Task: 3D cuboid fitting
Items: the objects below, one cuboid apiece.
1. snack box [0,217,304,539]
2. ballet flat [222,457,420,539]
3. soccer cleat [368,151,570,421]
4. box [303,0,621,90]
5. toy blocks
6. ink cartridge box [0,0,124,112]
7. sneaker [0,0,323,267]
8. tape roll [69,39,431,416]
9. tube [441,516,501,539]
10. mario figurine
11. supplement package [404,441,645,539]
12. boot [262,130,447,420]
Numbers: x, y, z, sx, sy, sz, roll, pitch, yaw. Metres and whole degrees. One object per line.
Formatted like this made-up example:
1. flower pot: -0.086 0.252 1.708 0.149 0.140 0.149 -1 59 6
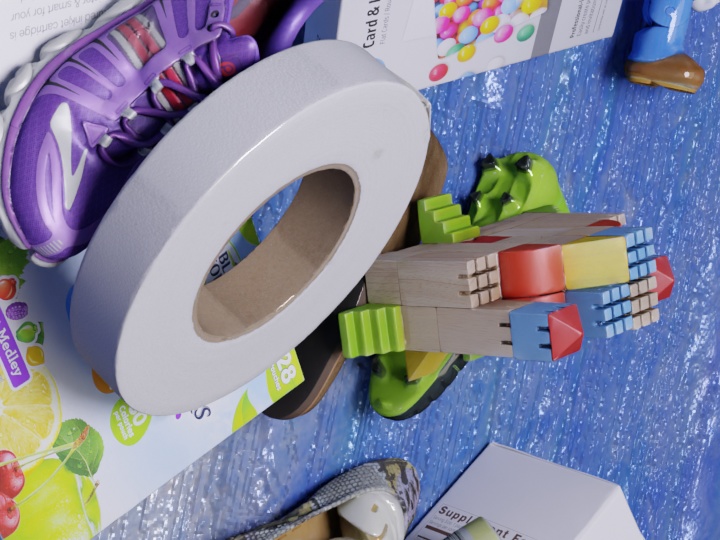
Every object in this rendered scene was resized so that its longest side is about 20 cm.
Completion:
1. snack box: -0.138 0.032 0.878 0.200 0.067 0.170 -37 122 -33
2. ballet flat: -0.022 0.171 1.017 0.199 0.072 0.073 -22 114 -37
3. soccer cleat: 0.075 0.018 1.071 0.081 0.067 0.201 48 65 -40
4. box: 0.067 -0.180 0.956 0.199 0.041 0.157 -16 141 -23
5. toy blocks: 0.103 0.006 0.955 0.199 0.136 0.101 -17 103 -46
6. ink cartridge box: -0.156 -0.158 0.803 0.146 0.086 0.202 -22 116 -37
7. sneaker: -0.088 -0.086 0.769 0.200 0.083 0.081 -53 130 -18
8. tape roll: -0.049 -0.018 0.809 0.203 0.037 0.203 -40 157 -21
9. tube: 0.001 0.218 1.009 0.199 0.052 0.058 -29 122 -7
10. mario figurine: 0.233 -0.217 1.125 0.105 0.123 0.202 2 103 -30
11. supplement package: 0.085 0.231 1.092 0.200 0.119 0.122 -44 125 -26
12. boot: 0.000 0.000 0.998 0.075 0.073 0.201 35 74 -49
